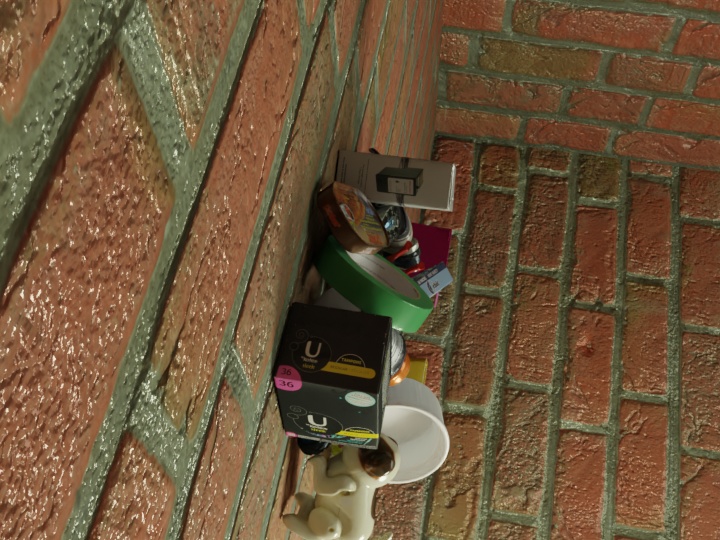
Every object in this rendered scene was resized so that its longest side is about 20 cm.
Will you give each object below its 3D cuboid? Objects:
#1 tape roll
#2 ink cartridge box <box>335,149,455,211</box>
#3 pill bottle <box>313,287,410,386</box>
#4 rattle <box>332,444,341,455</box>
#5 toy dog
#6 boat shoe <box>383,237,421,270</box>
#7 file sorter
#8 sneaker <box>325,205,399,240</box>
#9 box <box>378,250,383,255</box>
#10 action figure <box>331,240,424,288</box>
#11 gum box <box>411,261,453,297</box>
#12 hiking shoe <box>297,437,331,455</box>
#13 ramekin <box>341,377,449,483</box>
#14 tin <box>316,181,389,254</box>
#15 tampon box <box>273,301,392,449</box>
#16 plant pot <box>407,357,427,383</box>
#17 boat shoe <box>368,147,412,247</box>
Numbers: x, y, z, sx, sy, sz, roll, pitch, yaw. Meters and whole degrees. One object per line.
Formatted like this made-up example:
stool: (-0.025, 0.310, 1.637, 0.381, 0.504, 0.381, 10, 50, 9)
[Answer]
tape roll: (0.021, 0.019, 1.388, 0.048, 0.200, 0.200, -55, 179, 12)
ink cartridge box: (0.066, -0.156, 1.540, 0.146, 0.199, 0.085, -32, 129, -82)
pill bottle: (0.007, 0.117, 1.457, 0.200, 0.106, 0.107, 47, 45, -43)
rattle: (0.004, 0.307, 1.807, 0.130, 0.142, 0.201, 124, -27, -55)
toy dog: (-0.012, 0.359, 1.468, 0.201, 0.193, 0.139, -60, 168, 11)
boat shoe: (0.052, -0.042, 1.729, 0.075, 0.200, 0.062, -32, 118, -29)
file sorter: (0.081, -0.013, 1.871, 0.126, 0.199, 0.140, 93, 8, -58)
sneaker: (-0.008, -0.064, 1.552, 0.200, 0.090, 0.079, -27, 117, -56)
box: (0.000, 0.000, 1.691, 0.050, 0.075, 0.201, 49, -29, 38)
action figure: (0.024, 0.014, 1.551, 0.065, 0.199, 0.099, 59, 24, -2)
gum box: (0.050, 0.063, 1.594, 0.045, 0.200, 0.170, 60, 30, 1)
hiking shoe: (-0.073, 0.207, 1.474, 0.087, 0.074, 0.201, 52, 43, -43)
ramekin: (0.065, 0.295, 1.654, 0.098, 0.199, 0.201, -86, 180, -57)
tin: (-0.010, -0.078, 1.384, 0.112, 0.042, 0.200, 58, 15, 11)
tampon box: (-0.035, 0.158, 1.295, 0.200, 0.149, 0.127, 88, 12, -57)
plant pot: (0.076, 0.323, 2.338, 0.200, 0.175, 0.201, 60, 40, -80)
boat shoe: (0.038, -0.141, 1.668, 0.093, 0.074, 0.200, 80, -16, -55)
